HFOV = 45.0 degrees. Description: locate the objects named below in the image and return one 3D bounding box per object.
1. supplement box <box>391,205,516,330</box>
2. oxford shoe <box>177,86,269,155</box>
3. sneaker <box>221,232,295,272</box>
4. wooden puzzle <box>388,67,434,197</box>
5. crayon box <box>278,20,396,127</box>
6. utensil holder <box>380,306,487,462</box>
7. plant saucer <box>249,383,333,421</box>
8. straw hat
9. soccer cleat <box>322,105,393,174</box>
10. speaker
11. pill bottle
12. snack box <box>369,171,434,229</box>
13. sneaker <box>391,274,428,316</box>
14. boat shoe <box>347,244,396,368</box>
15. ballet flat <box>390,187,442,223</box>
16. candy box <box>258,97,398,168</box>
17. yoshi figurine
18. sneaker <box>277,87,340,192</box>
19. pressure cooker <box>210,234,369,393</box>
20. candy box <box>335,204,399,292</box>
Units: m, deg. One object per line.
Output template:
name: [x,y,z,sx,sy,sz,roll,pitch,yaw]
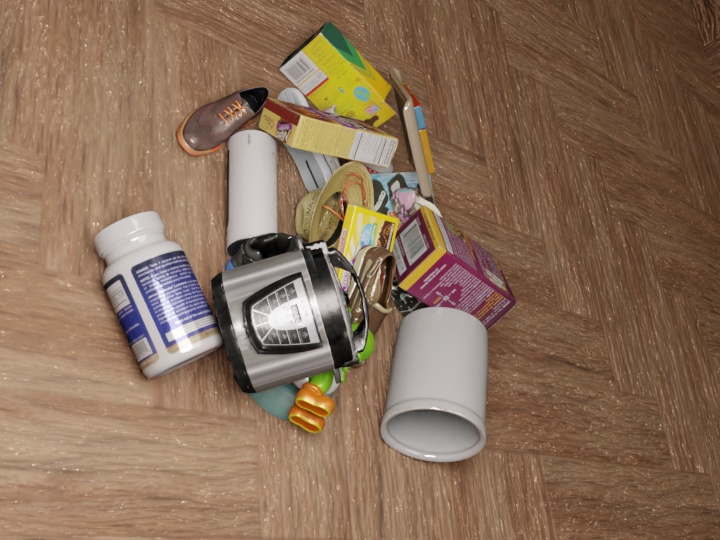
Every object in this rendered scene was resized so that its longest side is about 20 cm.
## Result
supplement box: [0.155,0.002,1.493,0.200,0.103,0.131,33,24,-28]
oxford shoe: [-0.219,-0.250,1.396,0.071,0.072,0.200,51,42,-10]
sneaker: [-0.102,0.003,1.304,0.199,0.111,0.077,14,44,-27]
wooden puzzle: [0.096,-0.254,1.572,0.200,0.037,0.186,-100,176,-59]
crayon box: [-0.035,-0.340,1.590,0.200,0.127,0.051,44,45,-19]
utensil holder: [0.126,0.185,1.429,0.170,0.170,0.201,33,45,-27]
plant saucer: [-0.103,0.128,1.329,0.199,0.036,0.201,23,54,-35]
straw hat: [-0.061,-0.089,1.447,0.201,0.085,0.202,-35,132,-50]
soccer cleat: [-0.005,-0.233,1.590,0.199,0.085,0.069,30,49,-30]
speaker: [-0.170,-0.117,1.365,0.081,0.081,0.201,18,57,-37]
pill bottle: [-0.272,0.031,1.154,0.115,0.115,0.201,-21,84,-48]
snack box: [0.064,-0.122,1.613,0.199,0.037,0.117,-10,91,-47]
sneaker: [0.087,0.015,1.551,0.200,0.078,0.090,42,41,-20]
boat shoe: [0.012,0.061,1.394,0.074,0.075,0.204,9,91,-40]
ballet flat: [0.131,-0.077,1.599,0.200,0.071,0.069,50,55,-32]
candy box: [-0.051,-0.225,1.421,0.199,0.057,0.117,8,19,-39]
yoshi figurine: [-0.032,0.140,1.290,0.112,0.112,0.201,59,36,-40]
sneaker: [-0.088,-0.223,1.523,0.071,0.073,0.201,-21,93,-57]
pressure cooker: [-0.090,0.059,1.181,0.176,0.199,0.179,80,-7,-45]
candy box: [0.000,0.000,1.442,0.102,0.026,0.201,13,89,-37]
